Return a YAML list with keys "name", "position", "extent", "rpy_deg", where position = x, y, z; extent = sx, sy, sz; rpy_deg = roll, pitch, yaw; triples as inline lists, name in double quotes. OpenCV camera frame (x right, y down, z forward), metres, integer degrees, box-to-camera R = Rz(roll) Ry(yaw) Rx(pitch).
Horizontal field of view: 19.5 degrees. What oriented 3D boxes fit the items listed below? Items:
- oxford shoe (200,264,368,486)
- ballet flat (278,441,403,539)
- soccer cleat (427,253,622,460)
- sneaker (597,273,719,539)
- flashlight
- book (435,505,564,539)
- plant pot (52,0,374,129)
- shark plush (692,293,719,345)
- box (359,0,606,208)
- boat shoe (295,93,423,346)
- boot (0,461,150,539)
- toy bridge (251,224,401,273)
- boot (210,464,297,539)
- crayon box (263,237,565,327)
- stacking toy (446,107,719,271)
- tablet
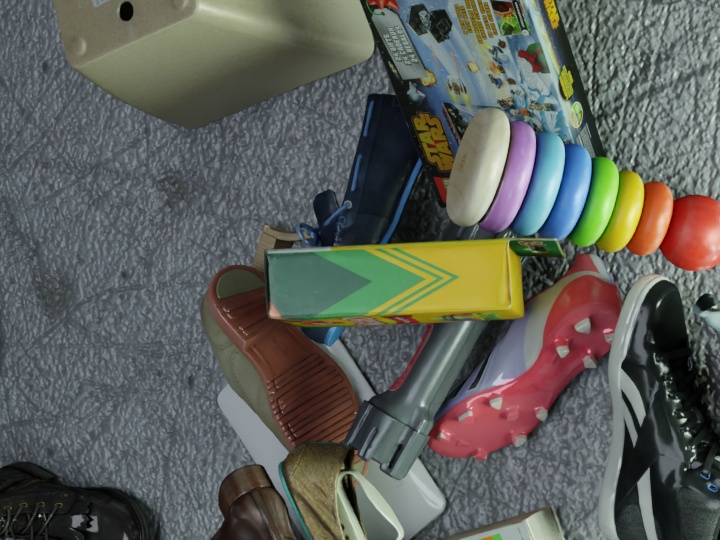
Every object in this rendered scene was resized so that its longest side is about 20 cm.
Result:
- name: "oxford shoe"
  position: [-0.061, 0.091, 1.664]
  extent: [0.200, 0.071, 0.074]
  rpy_deg: [60, 150, 12]
- name: "ballet flat"
  position: [0.003, 0.220, 1.580]
  extent: [0.072, 0.068, 0.200]
  rpy_deg: [-21, 84, 16]
- name: "soccer cleat"
  position: [0.121, 0.068, 1.559]
  extent: [0.200, 0.067, 0.077]
  rpy_deg: [-45, 32, 34]
- name: "sneaker"
  position: [0.235, 0.107, 1.470]
  extent: [0.112, 0.073, 0.200]
  rpy_deg: [15, 109, 37]
- name: "flashlight"
  position: [0.054, 0.053, 1.559]
  extent: [0.068, 0.068, 0.200]
  rpy_deg: [30, 91, 9]
- name: "book"
  position: [0.075, 0.270, 1.596]
  extent: [0.200, 0.048, 0.134]
  rpy_deg: [-21, 87, 32]
- name: "plant pot"
  position: [-0.137, -0.236, 1.640]
  extent: [0.200, 0.177, 0.200]
  rpy_deg: [-18, 82, 32]
- name: "shark plush"
  position: [0.271, 0.072, 1.389]
  extent: [0.091, 0.200, 0.083]
  rpy_deg: [12, 67, 22]
- name: "box"
  position: [0.092, -0.130, 1.507]
  extent: [0.137, 0.040, 0.200]
  rpy_deg: [4, 133, 32]
- name: "boat shoe"
  position: [-0.006, -0.040, 1.597]
  extent: [0.069, 0.084, 0.200]
  rpy_deg: [24, 73, 2]
- name: "boot"
  position: [-0.297, 0.215, 1.762]
  extent: [0.200, 0.174, 0.069]
  rpy_deg: [14, 99, 32]
- name: "toy bridge"
  position: [0.000, 0.000, 1.647]
  extent: [0.200, 0.027, 0.067]
  rpy_deg: [25, 102, 30]
- name: "boot"
  position: [-0.054, 0.273, 1.598]
  extent: [0.064, 0.187, 0.200]
  rpy_deg: [-22, 57, -12]
- name: "crayon box"
  position: [0.042, 0.009, 1.467]
  extent: [0.200, 0.127, 0.051]
  rpy_deg: [-3, 85, 9]
- name: "stacking toy"
  position: [0.165, -0.047, 1.467]
  extent: [0.200, 0.085, 0.086]
  rpy_deg: [16, 104, -10]
- name: "tablet"
  position: [-0.027, 0.144, 1.679]
  extent: [0.130, 0.014, 0.200]
  rpy_deg: [-44, 68, 27]
